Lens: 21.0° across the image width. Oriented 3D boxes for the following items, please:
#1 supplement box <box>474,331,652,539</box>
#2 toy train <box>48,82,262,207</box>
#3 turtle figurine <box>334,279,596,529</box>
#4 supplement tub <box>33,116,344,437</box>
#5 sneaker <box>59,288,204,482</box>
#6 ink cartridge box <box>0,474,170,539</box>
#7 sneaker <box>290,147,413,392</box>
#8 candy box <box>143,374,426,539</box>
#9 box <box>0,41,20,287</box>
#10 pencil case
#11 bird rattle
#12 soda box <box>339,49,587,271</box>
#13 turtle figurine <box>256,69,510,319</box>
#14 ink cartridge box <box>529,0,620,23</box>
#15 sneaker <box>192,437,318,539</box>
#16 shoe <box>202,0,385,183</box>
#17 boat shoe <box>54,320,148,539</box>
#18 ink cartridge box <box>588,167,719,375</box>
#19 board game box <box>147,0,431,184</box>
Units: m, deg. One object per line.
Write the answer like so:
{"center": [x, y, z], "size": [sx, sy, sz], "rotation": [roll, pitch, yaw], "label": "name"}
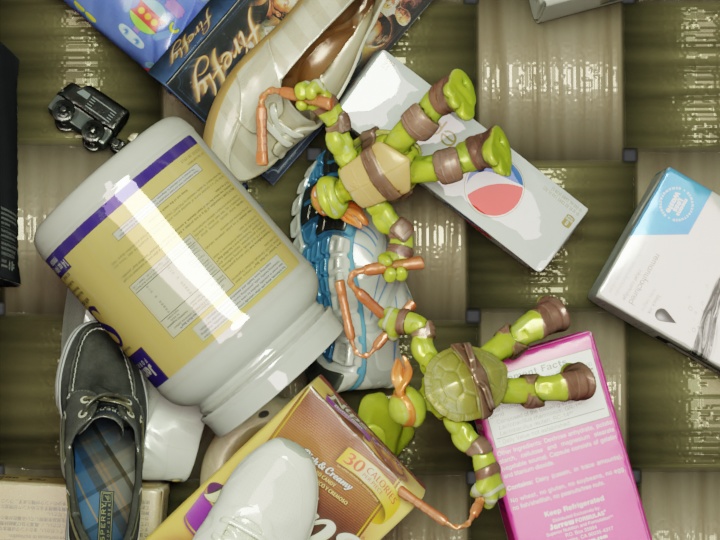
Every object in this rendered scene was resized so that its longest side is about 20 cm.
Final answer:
{"center": [0.151, 0.154, 1.470], "size": [0.103, 0.101, 0.201], "rotation": [-15, 86, 0], "label": "supplement box"}
{"center": [-0.153, -0.083, 1.518], "size": [0.200, 0.034, 0.046], "rotation": [35, 75, 2], "label": "toy train"}
{"center": [0.077, 0.069, 1.374], "size": [0.161, 0.064, 0.200], "rotation": [-20, 69, -22], "label": "turtle figurine"}
{"center": [-0.122, 0.006, 1.408], "size": [0.145, 0.145, 0.200], "rotation": [-41, 93, -2], "label": "supplement tub"}
{"center": [-0.168, 0.067, 1.499], "size": [0.115, 0.074, 0.201], "rotation": [7, 73, -22], "label": "sneaker"}
{"center": [-0.248, 0.239, 1.479], "size": [0.199, 0.075, 0.165], "rotation": [3, 88, -1], "label": "ink cartridge box"}
{"center": [0.000, 0.000, 1.503], "size": [0.086, 0.075, 0.201], "rotation": [9, 74, -37], "label": "sneaker"}
{"center": [-0.064, 0.185, 1.403], "size": [0.200, 0.056, 0.117], "rotation": [-44, 89, 8], "label": "candy box"}
{"center": [-0.365, -0.079, 1.481], "size": [0.199, 0.104, 0.183], "rotation": [-2, 86, 0], "label": "box"}
{"center": [-0.187, -0.226, 1.500], "size": [0.200, 0.078, 0.087], "rotation": [40, 116, 2], "label": "pencil case"}
{"center": [-0.046, 0.177, 1.491], "size": [0.163, 0.113, 0.200], "rotation": [30, 101, 13], "label": "bird rattle"}
{"center": [0.074, -0.083, 1.485], "size": [0.200, 0.068, 0.064], "rotation": [37, 91, -6], "label": "soda box"}
{"center": [0.027, -0.067, 1.409], "size": [0.161, 0.064, 0.200], "rotation": [-24, 98, 26], "label": "turtle figurine"}
{"center": [0.213, -0.290, 1.500], "size": [0.199, 0.084, 0.146], "rotation": [-14, 87, -1], "label": "ink cartridge box"}
{"center": [-0.091, 0.209, 1.342], "size": [0.070, 0.080, 0.201], "rotation": [31, 98, 6], "label": "sneaker"}
{"center": [-0.048, -0.145, 1.444], "size": [0.070, 0.053, 0.200], "rotation": [32, 94, -39], "label": "shoe"}
{"center": [-0.185, 0.121, 1.389], "size": [0.070, 0.066, 0.201], "rotation": [6, 64, -11], "label": "boat shoe"}
{"center": [0.290, 0.021, 1.493], "size": [0.200, 0.068, 0.116], "rotation": [29, 88, 1], "label": "ink cartridge box"}
{"center": [-0.049, -0.182, 1.482], "size": [0.200, 0.035, 0.135], "rotation": [-50, 130, -2], "label": "board game box"}
